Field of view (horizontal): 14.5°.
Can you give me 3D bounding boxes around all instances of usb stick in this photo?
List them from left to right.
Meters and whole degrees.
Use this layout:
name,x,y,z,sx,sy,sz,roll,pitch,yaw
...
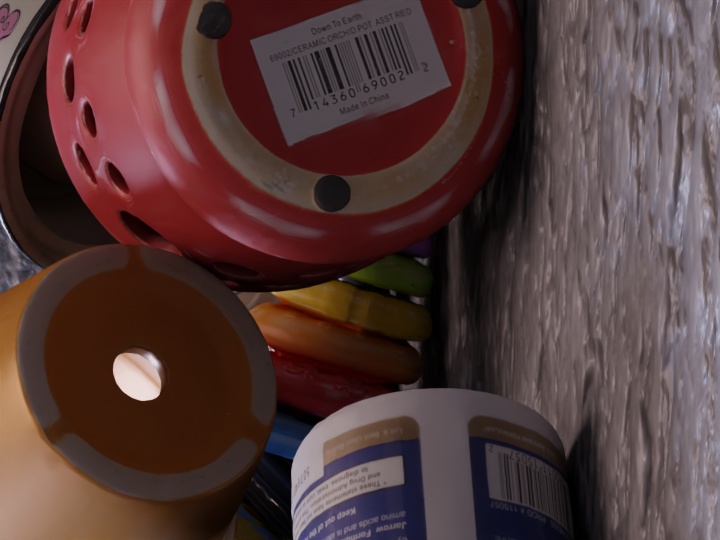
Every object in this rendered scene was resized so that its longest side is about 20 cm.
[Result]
name,x,y,z,sx,sy,sz,roll,pitch,yaw
usb stick,-0.027,0.121,1.451,0.200,0.055,0.033,40,104,49

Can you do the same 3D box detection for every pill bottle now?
name,x,y,z,sx,sy,sz,roll,pitch,yaw
pill bottle,0.032,0.155,1.074,0.111,0.111,0.201,105,165,-56

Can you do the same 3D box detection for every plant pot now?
name,x,y,z,sx,sy,sz,roll,pitch,yaw
plant pot,-0.130,0.082,1.311,0.183,0.200,0.201,-45,41,52
plant pot,-0.032,-0.094,1.280,0.182,0.200,0.201,165,107,-75

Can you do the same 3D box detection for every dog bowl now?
name,x,y,z,sx,sy,sz,roll,pitch,yaw
dog bowl,-0.126,-0.099,1.442,0.074,0.200,0.201,35,131,36

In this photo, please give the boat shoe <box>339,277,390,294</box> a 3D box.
name,x,y,z,sx,sy,sz,roll,pitch,yaw
boat shoe,-0.013,-0.048,1.575,0.065,0.072,0.200,111,158,-45

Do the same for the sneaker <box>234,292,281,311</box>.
name,x,y,z,sx,sy,sz,roll,pitch,yaw
sneaker,-0.093,0.011,1.527,0.074,0.087,0.201,28,98,59

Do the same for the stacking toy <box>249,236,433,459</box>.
name,x,y,z,sx,sy,sz,roll,pitch,yaw
stacking toy,0.000,0.000,1.435,0.116,0.109,0.201,-157,84,-80

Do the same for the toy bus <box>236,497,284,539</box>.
name,x,y,z,sx,sy,sz,roll,pitch,yaw
toy bus,-0.056,0.162,1.456,0.200,0.078,0.065,37,98,33
